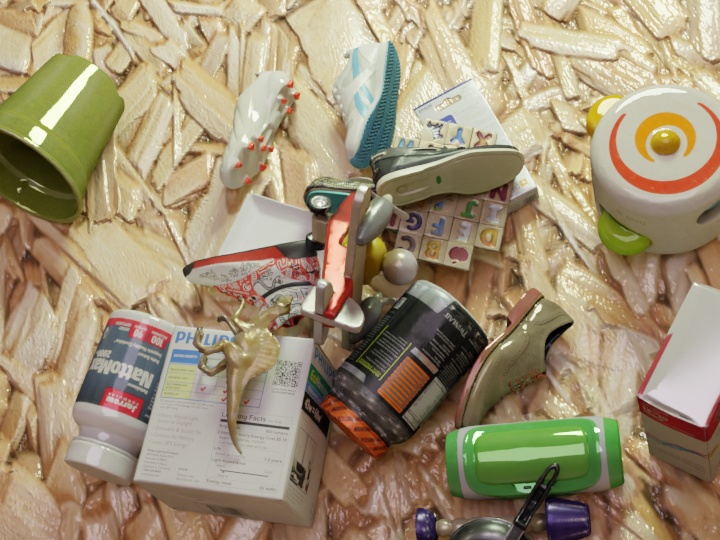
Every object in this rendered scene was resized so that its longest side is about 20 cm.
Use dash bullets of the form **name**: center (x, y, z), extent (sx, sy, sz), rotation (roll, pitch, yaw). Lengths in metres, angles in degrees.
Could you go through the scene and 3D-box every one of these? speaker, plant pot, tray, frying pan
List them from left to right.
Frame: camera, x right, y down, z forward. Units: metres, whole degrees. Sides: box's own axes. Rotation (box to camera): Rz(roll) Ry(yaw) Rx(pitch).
- **plant pot**: center (-0.440, -0.204, 1.694), extent (0.198, 0.201, 0.185), rotation (16, 59, 22)
- **tray**: center (-0.088, -0.031, 1.594), extent (0.198, 0.022, 0.108), rotation (18, 72, 22)
- **frying pan**: center (0.175, 0.313, 1.310), extent (0.189, 0.031, 0.115), rotation (-38, 88, 18)
- **speaker**: center (0.201, 0.217, 1.360), extent (0.197, 0.089, 0.089), rotation (-6, 63, 12)

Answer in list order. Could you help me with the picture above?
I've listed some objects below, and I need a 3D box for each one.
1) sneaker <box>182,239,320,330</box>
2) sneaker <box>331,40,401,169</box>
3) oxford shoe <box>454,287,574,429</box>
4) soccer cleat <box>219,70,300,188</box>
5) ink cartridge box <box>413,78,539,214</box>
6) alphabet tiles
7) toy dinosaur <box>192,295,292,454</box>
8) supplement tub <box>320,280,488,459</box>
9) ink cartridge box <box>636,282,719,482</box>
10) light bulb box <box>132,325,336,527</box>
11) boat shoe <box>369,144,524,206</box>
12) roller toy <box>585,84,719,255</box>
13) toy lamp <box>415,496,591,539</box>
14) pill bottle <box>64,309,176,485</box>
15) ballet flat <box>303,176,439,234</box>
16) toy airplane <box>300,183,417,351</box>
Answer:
- **sneaker**: center (-0.142, 0.028, 1.547), extent (0.199, 0.067, 0.109), rotation (-10, 89, 23)
- **sneaker**: center (0.002, -0.226, 1.639), extent (0.080, 0.077, 0.202), rotation (-3, 58, 23)
- **oxford shoe**: center (0.185, 0.117, 1.422), extent (0.074, 0.071, 0.201), rotation (30, 77, 20)
- **soccer cleat**: center (-0.156, -0.200, 1.673), extent (0.077, 0.070, 0.201), rotation (14, 62, 26)
- **ink cartridge box**: center (0.154, -0.158, 1.580), extent (0.094, 0.037, 0.201), rotation (-27, 63, 2)
- **alphabet tiles**: center (0.111, -0.100, 1.520), extent (0.164, 0.006, 0.202), rotation (13, 69, 5)
- **toy dinosaur**: center (-0.146, 0.103, 1.383), extent (0.100, 0.058, 0.202), rotation (14, 69, 19)
- **supplement tub**: center (0.051, 0.121, 1.425), extent (0.122, 0.123, 0.200), rotation (38, 79, 27)
- **ink cartridge box**: center (0.374, 0.127, 1.288), extent (0.085, 0.200, 0.149), rotation (23, 73, 25)
- **light bulb box**: center (-0.146, 0.190, 1.445), extent (0.196, 0.125, 0.202), rotation (4, 65, 17)
- **boat shoe**: center (0.110, -0.136, 1.496), extent (0.197, 0.072, 0.068), rotation (-9, 47, -8)
- **roller toy**: center (0.374, -0.129, 1.445), extent (0.180, 0.140, 0.202), rotation (-7, 63, 12)
- **toy lamp**: center (0.164, 0.292, 1.350), extent (0.198, 0.058, 0.059), rotation (-8, 63, 12)
- **pill bottle**: center (-0.299, 0.163, 1.505), extent (0.118, 0.120, 0.202), rotation (10, 69, 20)
- **ballet flat**: center (0.024, -0.094, 1.569), extent (0.198, 0.068, 0.076), rotation (13, 37, 14)
- **toy airplane**: center (0.000, 0.000, 1.418), extent (0.139, 0.200, 0.202), rotation (4, 88, -2)
